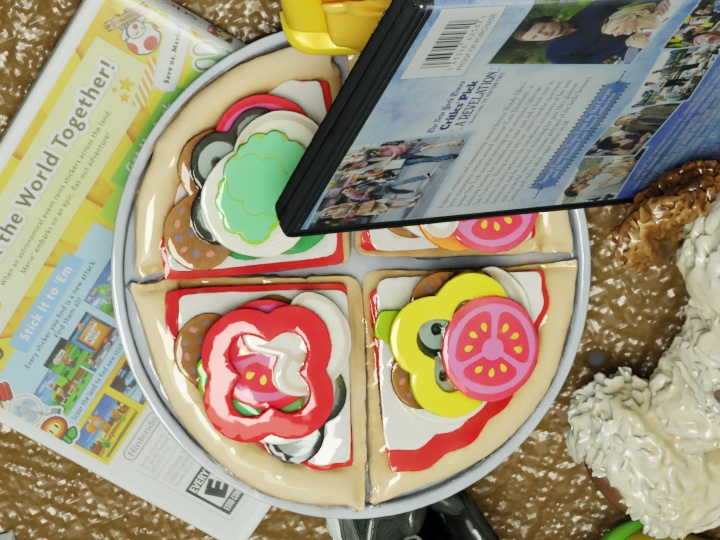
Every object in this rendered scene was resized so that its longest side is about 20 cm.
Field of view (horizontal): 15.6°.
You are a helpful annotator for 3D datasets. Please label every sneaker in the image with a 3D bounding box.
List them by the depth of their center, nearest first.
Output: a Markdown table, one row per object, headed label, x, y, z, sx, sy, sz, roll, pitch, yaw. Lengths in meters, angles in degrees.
| label | x | y | z | sx | sy | sz | roll | pitch | yaw |
| --- | --- | --- | --- | --- | --- | --- | --- | --- | --- |
| sneaker | 0.037 | 0.159 | 1.129 | 0.066 | 0.090 | 0.201 | -23 | 113 | -15 |

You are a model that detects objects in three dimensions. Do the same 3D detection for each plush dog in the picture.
| label | x | y | z | sx | sy | sz | roll | pitch | yaw |
| --- | --- | --- | --- | --- | --- | --- | --- | --- | --- |
| plush dog | 0.182 | 0.036 | 1.037 | 0.160 | 0.200 | 0.172 | -43 | 139 | -17 |

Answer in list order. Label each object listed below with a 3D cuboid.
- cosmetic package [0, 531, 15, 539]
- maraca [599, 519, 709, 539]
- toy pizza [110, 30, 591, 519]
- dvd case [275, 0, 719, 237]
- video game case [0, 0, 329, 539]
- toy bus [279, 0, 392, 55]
| label | x | y | z | sx | sy | sz | roll | pitch | yaw |
| --- | --- | --- | --- | --- | --- | --- | --- | --- | --- |
| cosmetic package | -0.166 | 0.221 | 1.188 | 0.082 | 0.051 | 0.201 | -14 | 113 | 5 |
| maraca | 0.147 | 0.203 | 1.127 | 0.107 | 0.137 | 0.201 | -20 | 95 | 42 |
| toy pizza | 0.000 | 0.000 | 1.049 | 0.199 | 0.032 | 0.201 | 0 | 91 | -13 |
| dvd case | 0.079 | -0.066 | 0.991 | 0.199 | 0.018 | 0.143 | -7 | 150 | -29 |
| video game case | -0.078 | -0.001 | 1.103 | 0.181 | 0.023 | 0.200 | 29 | 112 | -12 |
| toy bus | 0.013 | -0.165 | 0.928 | 0.135 | 0.192 | 0.201 | -8 | 106 | 2 |
